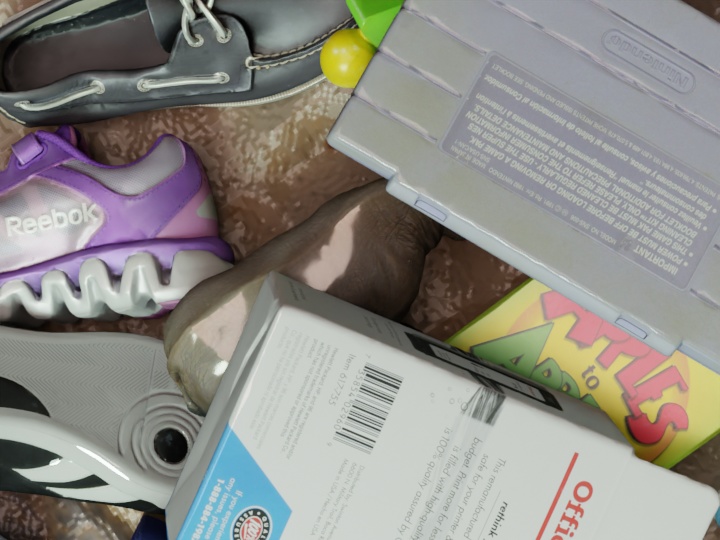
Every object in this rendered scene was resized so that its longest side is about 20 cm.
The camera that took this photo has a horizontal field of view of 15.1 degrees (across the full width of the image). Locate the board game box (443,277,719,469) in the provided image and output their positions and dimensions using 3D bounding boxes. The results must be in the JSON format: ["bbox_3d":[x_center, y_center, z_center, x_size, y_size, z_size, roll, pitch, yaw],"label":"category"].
[{"bbox_3d":[0.072,0.068,1.181,0.200,0.048,0.102,-37,84,12],"label":"board game box"}]

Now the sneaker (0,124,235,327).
[{"bbox_3d":[-0.150,-0.019,1.218,0.199,0.080,0.089,-5,85,8],"label":"sneaker"}]

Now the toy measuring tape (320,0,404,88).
[{"bbox_3d":[0.078,-0.115,1.173,0.199,0.074,0.074,-21,88,-5],"label":"toy measuring tape"}]

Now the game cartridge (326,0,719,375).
[{"bbox_3d":[0.100,-0.055,1.116,0.199,0.038,0.130,31,87,-1],"label":"game cartridge"}]

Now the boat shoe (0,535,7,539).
[{"bbox_3d":[-0.237,0.164,1.247,0.199,0.072,0.062,-8,135,24],"label":"boat shoe"}]

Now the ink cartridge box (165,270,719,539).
[{"bbox_3d":[0.033,0.095,1.115,0.199,0.068,0.117,23,99,-10],"label":"ink cartridge box"}]

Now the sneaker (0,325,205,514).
[{"bbox_3d":[-0.143,0.075,1.225,0.199,0.112,0.074,17,61,-18],"label":"sneaker"}]

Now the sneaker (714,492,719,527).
[{"bbox_3d":[0.234,0.060,1.131,0.081,0.076,0.200,44,99,10],"label":"sneaker"}]

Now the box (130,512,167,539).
[{"bbox_3d":[-0.111,0.182,1.150,0.032,0.200,0.122,25,97,-6],"label":"box"}]

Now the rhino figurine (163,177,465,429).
[{"bbox_3d":[0.000,0.000,1.167,0.200,0.088,0.060,-36,55,-2],"label":"rhino figurine"}]

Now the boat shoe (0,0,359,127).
[{"bbox_3d":[-0.078,-0.105,1.200,0.199,0.063,0.073,-13,89,13],"label":"boat shoe"}]
